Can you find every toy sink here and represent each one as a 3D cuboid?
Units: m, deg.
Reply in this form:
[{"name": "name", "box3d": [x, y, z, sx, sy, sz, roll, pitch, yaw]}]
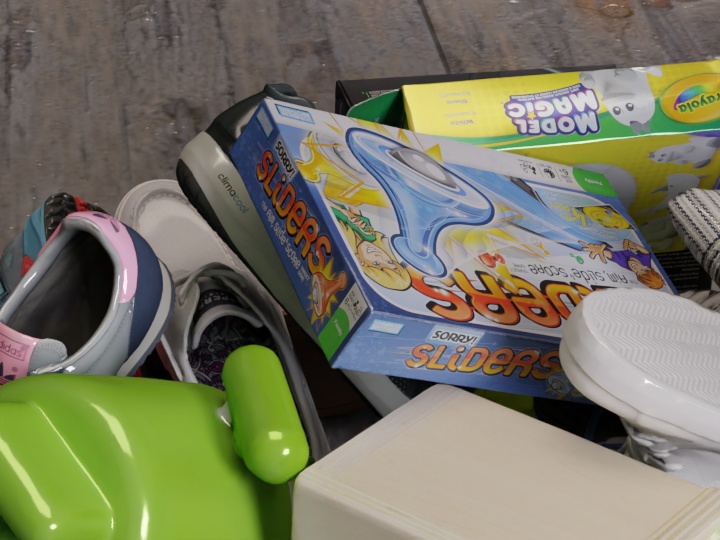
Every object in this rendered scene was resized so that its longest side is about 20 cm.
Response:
[{"name": "toy sink", "box3d": [0.082, 0.148, 0.934, 0.200, 0.130, 0.112, 20, 32, 32]}]

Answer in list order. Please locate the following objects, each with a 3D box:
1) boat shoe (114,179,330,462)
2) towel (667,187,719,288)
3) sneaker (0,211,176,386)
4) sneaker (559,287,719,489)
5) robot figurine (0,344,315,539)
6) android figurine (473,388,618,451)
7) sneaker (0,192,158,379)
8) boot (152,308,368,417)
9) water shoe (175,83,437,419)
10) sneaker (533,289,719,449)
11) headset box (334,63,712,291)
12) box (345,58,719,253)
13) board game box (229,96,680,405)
[{"name": "boat shoe", "box3d": [-0.066, 0.033, 1.114, 0.072, 0.069, 0.200, -14, 64, -11]}, {"name": "towel", "box3d": [0.255, 0.029, 1.021, 0.200, 0.035, 0.193, -1, 43, -37]}, {"name": "sneaker", "box3d": [-0.154, 0.062, 1.032, 0.070, 0.082, 0.200, 19, 73, 20]}, {"name": "sneaker", "box3d": [0.132, 0.076, 0.999, 0.200, 0.116, 0.074, 17, 38, -42]}, {"name": "robot figurine", "box3d": [-0.095, 0.102, 0.973, 0.116, 0.175, 0.200, 48, 19, 27]}, {"name": "android figurine", "box3d": [0.140, 0.077, 1.170, 0.200, 0.041, 0.182, 11, 29, 12]}, {"name": "sneaker", "box3d": [-0.150, 0.062, 1.156, 0.079, 0.096, 0.200, 29, 37, -31]}, {"name": "boot", "box3d": [-0.054, 0.010, 1.236, 0.200, 0.070, 0.146, -6, 35, -2]}, {"name": "water shoe", "box3d": [0.000, 0.000, 1.101, 0.079, 0.200, 0.072, -41, 28, -2]}, {"name": "sneaker", "box3d": [0.179, 0.049, 1.120, 0.200, 0.077, 0.076, -15, 56, -5]}, {"name": "headset box", "box3d": [0.085, -0.040, 1.327, 0.174, 0.093, 0.200, -5, 28, -12]}, {"name": "box", "box3d": [0.085, -0.048, 1.159, 0.200, 0.117, 0.048, -4, 60, -11]}, {"name": "board game box", "box3d": [0.052, -0.003, 1.036, 0.200, 0.034, 0.135, 10, 38, -36]}]
